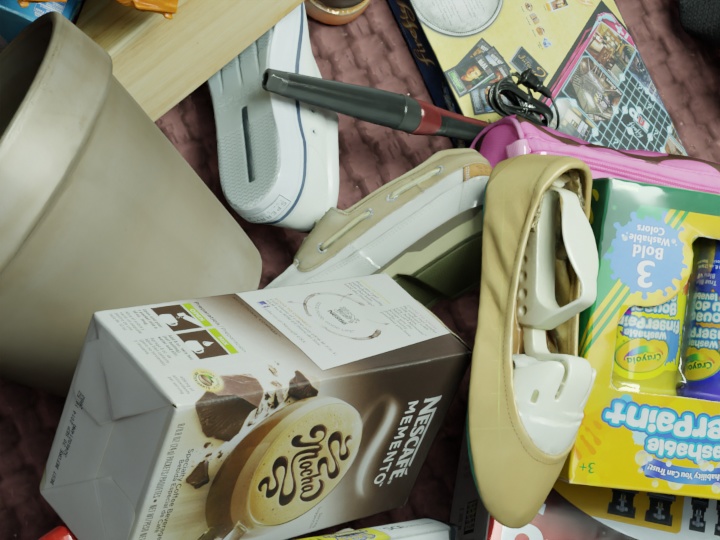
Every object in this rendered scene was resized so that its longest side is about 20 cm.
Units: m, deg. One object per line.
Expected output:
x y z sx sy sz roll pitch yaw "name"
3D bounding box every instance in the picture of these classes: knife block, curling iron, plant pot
-0.069 -0.176 0.996 0.064 0.175 0.201 39 64 -46 "knife block"
0.032 -0.103 1.026 0.199 0.026 0.050 3 85 -26 "curling iron"
-0.157 -0.010 0.938 0.173 0.200 0.200 36 70 -21 "plant pot"

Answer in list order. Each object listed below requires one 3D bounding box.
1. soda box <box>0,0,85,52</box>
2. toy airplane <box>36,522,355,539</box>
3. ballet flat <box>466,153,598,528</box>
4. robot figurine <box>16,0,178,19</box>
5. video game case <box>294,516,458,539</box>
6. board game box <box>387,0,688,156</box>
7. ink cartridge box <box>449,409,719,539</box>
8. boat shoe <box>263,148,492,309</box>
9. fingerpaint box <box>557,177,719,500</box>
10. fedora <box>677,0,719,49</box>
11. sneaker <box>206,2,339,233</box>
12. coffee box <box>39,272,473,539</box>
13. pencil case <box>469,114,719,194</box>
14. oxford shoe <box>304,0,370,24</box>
-0.259 -0.191 1.003 0.199 0.068 0.064 23 70 -9 "soda box"
-0.105 0.220 0.924 0.199 0.141 0.200 5 111 -26 "toy airplane"
0.093 0.033 0.895 0.068 0.063 0.201 11 75 -43 "ballet flat"
-0.178 -0.220 0.965 0.145 0.058 0.200 -2 46 -39 "robot figurine"
-0.022 0.237 0.889 0.180 0.025 0.201 0 97 -48 "video game case"
0.116 -0.120 1.104 0.135 0.035 0.201 -22 83 -18 "board game box"
0.165 0.119 1.033 0.199 0.084 0.176 12 74 -11 "ink cartridge box"
0.000 0.000 0.998 0.199 0.075 0.069 -27 57 15 "boat shoe"
0.209 0.044 0.960 0.199 0.073 0.168 8 89 -12 "fingerpaint box"
0.268 -0.210 1.124 0.091 0.201 0.201 22 68 29 "fedora"
-0.052 -0.111 1.046 0.071 0.073 0.201 29 51 -49 "sneaker"
-0.051 0.076 0.883 0.200 0.113 0.080 -8 40 -43 "coffee box"
0.165 -0.040 1.030 0.199 0.094 0.091 8 81 -16 "pencil case"
0.010 -0.258 1.088 0.071 0.073 0.201 13 74 -11 "oxford shoe"
